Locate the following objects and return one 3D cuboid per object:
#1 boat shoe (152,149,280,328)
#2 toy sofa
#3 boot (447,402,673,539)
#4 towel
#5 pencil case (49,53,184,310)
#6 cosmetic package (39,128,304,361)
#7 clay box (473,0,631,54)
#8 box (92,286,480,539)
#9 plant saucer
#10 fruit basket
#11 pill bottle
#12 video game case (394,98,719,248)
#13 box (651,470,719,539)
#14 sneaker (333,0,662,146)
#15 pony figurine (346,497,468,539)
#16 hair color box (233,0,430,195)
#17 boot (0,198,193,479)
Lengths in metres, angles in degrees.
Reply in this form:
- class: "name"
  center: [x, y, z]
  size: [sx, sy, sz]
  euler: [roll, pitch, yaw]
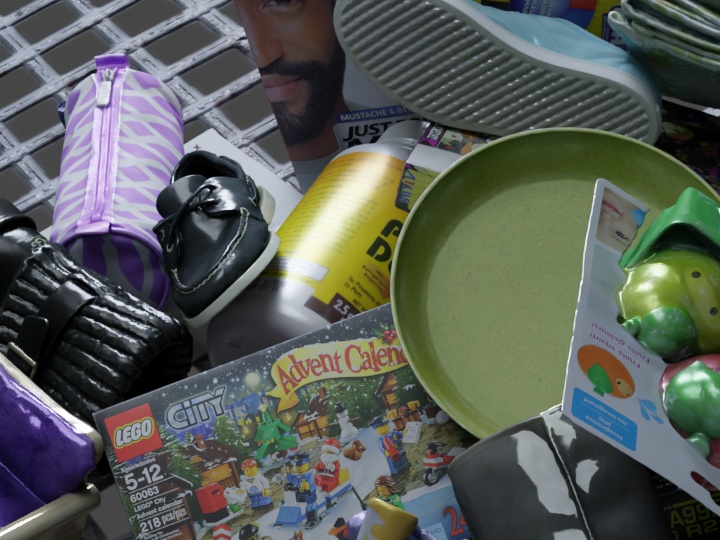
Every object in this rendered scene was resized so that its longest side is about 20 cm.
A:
- class: "boat shoe"
  center: [-0.090, -0.028, 1.410]
  size: [0.074, 0.066, 0.199]
  euler: [-38, 14, 16]
- class: "toy sofa"
  center: [-0.239, 0.087, 1.333]
  size: [0.200, 0.098, 0.083]
  euler: [40, 41, 23]
- class: "boot"
  center: [0.150, 0.150, 1.167]
  size: [0.182, 0.073, 0.200]
  euler: [-17, 54, 3]
- class: "towel"
  center: [0.243, -0.116, 1.414]
  size: [0.171, 0.200, 0.048]
  euler: [20, 89, 19]
- class: "pencil case"
  center: [-0.152, -0.051, 1.516]
  size: [0.084, 0.086, 0.200]
  euler: [-3, 38, -2]
- class: "cosmetic package"
  center: [-0.134, 0.001, 1.554]
  size: [0.200, 0.052, 0.151]
  euler: [-32, 40, -17]
- class: "clay box"
  center: [0.110, -0.170, 1.460]
  size: [0.200, 0.115, 0.048]
  euler: [3, 29, -18]
- class: "box"
  center: [-0.029, 0.108, 1.312]
  size: [0.200, 0.038, 0.137]
  euler: [-21, 77, -2]
- class: "plant saucer"
  center: [0.115, 0.018, 1.296]
  size: [0.200, 0.031, 0.200]
  euler: [1, 64, -2]
- class: "fruit basket"
  center: [0.183, 0.052, 1.168]
  size: [0.094, 0.185, 0.200]
  euler: [-51, 13, 27]
- class: "pill bottle"
  center: [0.000, 0.000, 1.444]
  size: [0.109, 0.109, 0.200]
  euler: [7, 44, 32]
- class: "video game case"
  center: [0.131, -0.062, 1.431]
  size: [0.181, 0.036, 0.200]
  euler: [19, 29, 8]
- class: "box"
  center: [0.178, 0.079, 1.316]
  size: [0.200, 0.044, 0.160]
  euler: [-16, 37, 5]
- class: "sneaker"
  center: [0.082, -0.122, 1.413]
  size: [0.200, 0.074, 0.082]
  euler: [25, 26, 1]
- class: "pony figurine"
  center: [0.005, 0.214, 1.119]
  size: [0.193, 0.167, 0.200]
  euler: [22, 85, 24]
- class: "hair color box"
  center: [-0.003, -0.132, 1.539]
  size: [0.111, 0.200, 0.064]
  euler: [-6, 37, 18]
- class: "boot"
  center: [-0.198, 0.080, 1.417]
  size: [0.158, 0.211, 0.079]
  euler: [37, 29, 20]
